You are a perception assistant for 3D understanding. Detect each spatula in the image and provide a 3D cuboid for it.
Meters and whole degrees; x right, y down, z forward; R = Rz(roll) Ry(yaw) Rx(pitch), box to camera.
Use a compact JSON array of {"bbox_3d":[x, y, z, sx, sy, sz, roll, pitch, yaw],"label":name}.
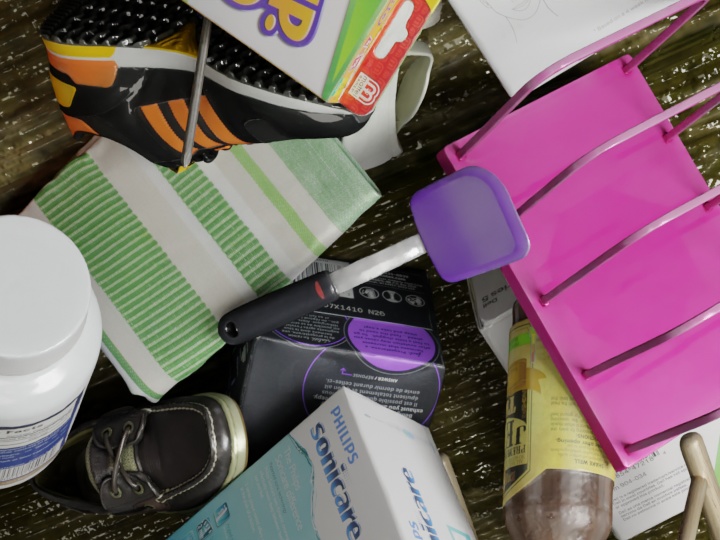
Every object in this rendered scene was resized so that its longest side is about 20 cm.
[{"bbox_3d":[0.000,0.000,0.896,0.198,0.021,0.057,-23,92,23],"label":"spatula"}]

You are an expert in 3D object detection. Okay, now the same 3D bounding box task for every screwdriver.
[{"bbox_3d":[-0.082,-0.126,0.845,0.028,0.201,0.029,-12,130,16],"label":"screwdriver"}]

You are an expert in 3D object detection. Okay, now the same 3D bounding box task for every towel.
[{"bbox_3d":[-0.103,-0.036,0.955,0.200,0.023,0.153,-43,79,19],"label":"towel"}]

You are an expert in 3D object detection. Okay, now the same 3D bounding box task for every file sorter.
[{"bbox_3d":[0.164,-0.024,0.860,0.138,0.125,0.201,-27,84,-23],"label":"file sorter"}]

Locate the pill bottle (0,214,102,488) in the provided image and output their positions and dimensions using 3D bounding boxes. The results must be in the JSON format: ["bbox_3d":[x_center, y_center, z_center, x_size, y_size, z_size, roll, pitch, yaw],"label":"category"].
[{"bbox_3d":[-0.210,0.047,0.937,0.110,0.112,0.200,13,153,-12],"label":"pill bottle"}]

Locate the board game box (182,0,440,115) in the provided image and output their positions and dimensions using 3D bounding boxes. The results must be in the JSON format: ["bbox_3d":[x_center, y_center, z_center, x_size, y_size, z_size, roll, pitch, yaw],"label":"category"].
[{"bbox_3d":[-0.055,-0.170,0.821,0.199,0.030,0.096,35,104,6],"label":"board game box"}]

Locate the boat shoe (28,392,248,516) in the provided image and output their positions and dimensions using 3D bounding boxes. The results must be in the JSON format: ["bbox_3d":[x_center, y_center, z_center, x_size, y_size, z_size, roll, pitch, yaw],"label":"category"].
[{"bbox_3d":[-0.141,0.122,1.006,0.064,0.074,0.199,0,164,-38],"label":"boat shoe"}]

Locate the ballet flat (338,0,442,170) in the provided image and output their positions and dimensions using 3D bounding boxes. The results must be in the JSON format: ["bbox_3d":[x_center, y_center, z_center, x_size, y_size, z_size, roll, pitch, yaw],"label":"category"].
[{"bbox_3d":[0.012,-0.133,0.911,0.069,0.070,0.201,4,139,-6],"label":"ballet flat"}]

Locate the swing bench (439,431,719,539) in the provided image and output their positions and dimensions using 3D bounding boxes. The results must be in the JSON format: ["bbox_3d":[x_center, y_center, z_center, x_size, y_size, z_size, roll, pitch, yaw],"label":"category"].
[{"bbox_3d":[0.149,0.220,1.016,0.197,0.130,0.201,-11,127,34],"label":"swing bench"}]

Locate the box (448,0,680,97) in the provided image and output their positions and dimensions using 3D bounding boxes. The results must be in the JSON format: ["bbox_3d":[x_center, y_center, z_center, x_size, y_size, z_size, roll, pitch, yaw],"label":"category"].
[{"bbox_3d":[0.089,-0.224,0.851,0.151,0.107,0.201,-29,119,14],"label":"box"}]

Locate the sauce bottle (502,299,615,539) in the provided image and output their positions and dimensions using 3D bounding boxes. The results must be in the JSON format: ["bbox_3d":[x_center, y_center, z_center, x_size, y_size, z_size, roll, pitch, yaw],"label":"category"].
[{"bbox_3d":[0.111,0.110,0.904,0.064,0.202,0.065,4,158,2],"label":"sauce bottle"}]

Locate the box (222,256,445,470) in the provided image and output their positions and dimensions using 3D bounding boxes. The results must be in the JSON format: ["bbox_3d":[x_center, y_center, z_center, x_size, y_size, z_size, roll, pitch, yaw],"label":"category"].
[{"bbox_3d":[-0.029,0.103,1.035,0.121,0.106,0.202,9,120,-10],"label":"box"}]

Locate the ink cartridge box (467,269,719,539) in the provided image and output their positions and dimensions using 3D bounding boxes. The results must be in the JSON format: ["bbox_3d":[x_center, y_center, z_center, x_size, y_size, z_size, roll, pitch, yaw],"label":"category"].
[{"bbox_3d":[0.177,0.053,1.033,0.144,0.084,0.201,-28,118,12],"label":"ink cartridge box"}]

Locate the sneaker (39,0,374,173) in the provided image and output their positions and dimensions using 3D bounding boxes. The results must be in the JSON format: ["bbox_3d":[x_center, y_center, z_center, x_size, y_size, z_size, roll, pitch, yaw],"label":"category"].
[{"bbox_3d":[-0.082,-0.093,0.900,0.198,0.070,0.091,14,131,17],"label":"sneaker"}]

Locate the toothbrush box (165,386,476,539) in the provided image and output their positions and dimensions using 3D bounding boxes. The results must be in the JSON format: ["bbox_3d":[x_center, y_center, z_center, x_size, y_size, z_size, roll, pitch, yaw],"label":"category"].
[{"bbox_3d":[-0.031,0.190,0.931,0.200,0.147,0.085,-43,136,20],"label":"toothbrush box"}]
